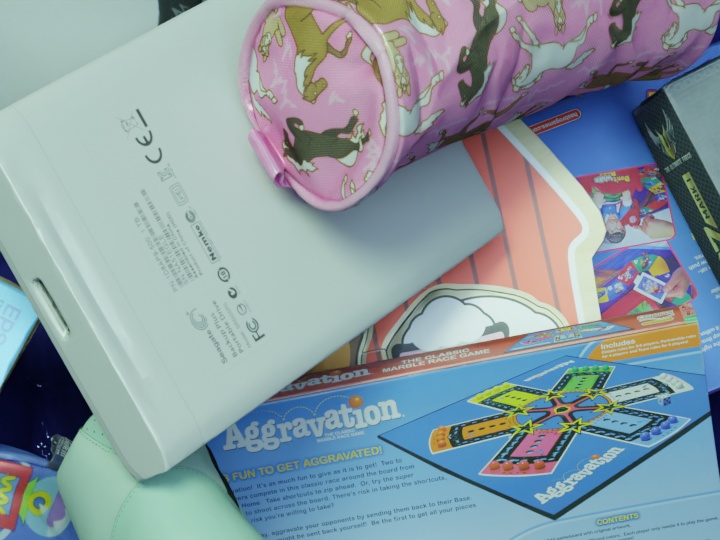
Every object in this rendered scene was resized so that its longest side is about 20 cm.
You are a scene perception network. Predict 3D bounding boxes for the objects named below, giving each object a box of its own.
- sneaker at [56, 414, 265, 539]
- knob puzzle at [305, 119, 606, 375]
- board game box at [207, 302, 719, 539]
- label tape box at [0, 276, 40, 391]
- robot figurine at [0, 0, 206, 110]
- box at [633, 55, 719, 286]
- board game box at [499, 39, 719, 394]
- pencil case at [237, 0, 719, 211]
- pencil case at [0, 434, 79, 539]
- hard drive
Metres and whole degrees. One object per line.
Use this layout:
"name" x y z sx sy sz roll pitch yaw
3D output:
"sneaker" -0.063 0.125 0.943 0.074 0.201 0.118 -20 56 -17
"knob puzzle" 0.000 0.000 1.005 0.219 0.030 0.220 0 86 4
"board game box" 0.038 0.079 0.984 0.200 0.019 0.103 -10 114 2
"label tape box" -0.236 0.033 0.954 0.200 0.063 0.144 27 78 3
"robot figurine" -0.130 -0.098 0.953 0.200 0.150 0.125 44 42 -28
"box" 0.233 -0.043 1.022 0.200 0.051 0.158 -27 87 -12
"board game box" 0.168 -0.030 1.058 0.200 0.045 0.135 -21 85 -13
"pencil case" 0.046 -0.086 0.928 0.200 0.083 0.087 -23 123 -42
"pencil case" -0.150 0.160 0.954 0.087 0.078 0.200 14 78 -26
"hard drive" -0.042 -0.029 0.911 0.200 0.027 0.132 -34 97 -43
